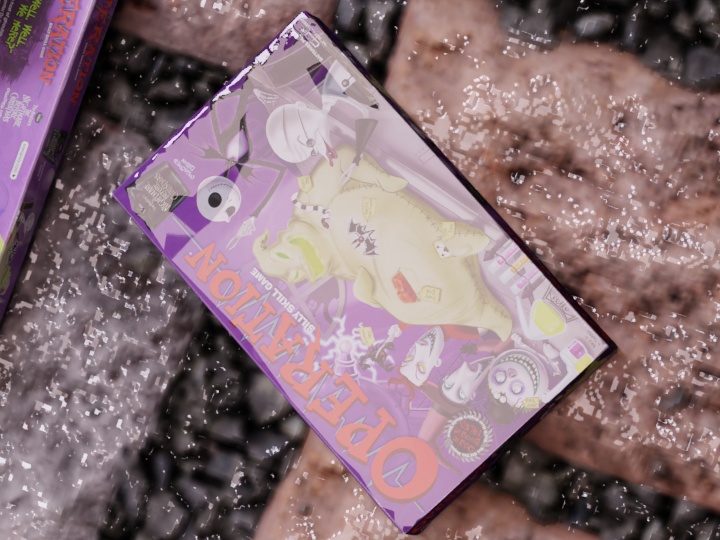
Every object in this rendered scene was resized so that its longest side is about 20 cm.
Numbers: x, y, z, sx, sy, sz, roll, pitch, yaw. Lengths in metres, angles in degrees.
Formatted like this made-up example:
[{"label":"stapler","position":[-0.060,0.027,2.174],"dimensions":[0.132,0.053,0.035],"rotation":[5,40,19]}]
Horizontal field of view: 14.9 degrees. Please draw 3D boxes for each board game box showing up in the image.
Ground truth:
[{"label":"board game box","position":[0.000,0.000,1.181],"dimensions":[0.120,0.032,0.200],"rotation":[-45,76,11]},{"label":"board game box","position":[-0.191,-0.066,1.226],"dimensions":[0.120,0.032,0.200],"rotation":[21,91,20]}]
